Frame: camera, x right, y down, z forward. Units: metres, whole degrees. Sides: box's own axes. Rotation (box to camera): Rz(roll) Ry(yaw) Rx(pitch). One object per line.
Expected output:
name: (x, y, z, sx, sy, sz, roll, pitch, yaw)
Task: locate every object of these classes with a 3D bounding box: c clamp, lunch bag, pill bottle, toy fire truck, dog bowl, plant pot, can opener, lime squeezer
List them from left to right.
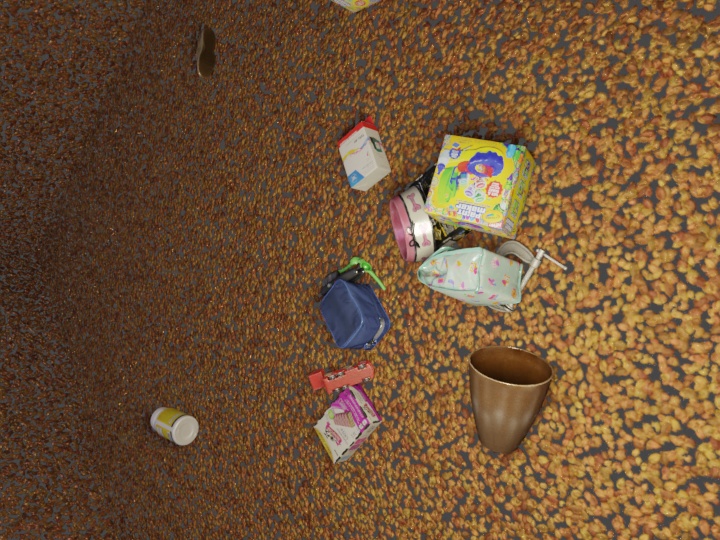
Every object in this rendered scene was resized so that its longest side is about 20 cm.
pill bottle: (-0.737, 0.608, 2.399, 0.199, 0.114, 0.116, 6, 91, 43)
can opener: (-0.059, 0.032, 1.809, 0.199, 0.063, 0.079, -28, 79, 53)
toy fire truck: (-0.055, 0.308, 1.781, 0.198, 0.141, 0.049, -21, 96, 3)
lunch bag: (-0.005, 0.132, 1.724, 0.136, 0.131, 0.201, -50, 51, 30)
lime squeezer: (0.000, 0.000, 1.793, 0.199, 0.038, 0.071, 19, 100, 42)
dog bowl: (0.131, -0.113, 1.571, 0.073, 0.200, 0.202, -15, 71, -4)
lunch bag: (0.255, 0.017, 1.436, 0.199, 0.169, 0.123, -5, 74, 51)
plant pot: (0.329, 0.303, 1.383, 0.186, 0.186, 0.202, 21, 116, 42)
c clamp: (0.368, 0.020, 1.448, 0.171, 0.027, 0.201, 49, 120, 35)

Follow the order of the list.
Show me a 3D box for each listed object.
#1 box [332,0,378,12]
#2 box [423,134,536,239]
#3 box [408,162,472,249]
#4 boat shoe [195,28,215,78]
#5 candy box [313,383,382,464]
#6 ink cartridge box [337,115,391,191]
box: (-0.046, -0.899, 1.777, 0.121, 0.199, 0.195, -4, 85, 42)
box: (0.283, -0.197, 1.436, 0.198, 0.122, 0.195, 15, 89, 29)
box: (0.227, -0.180, 1.582, 0.159, 0.049, 0.202, -38, 63, 37)
boat shoe: (-0.620, -0.858, 2.426, 0.064, 0.071, 0.202, -4, 76, 49)
candy box: (-0.040, 0.449, 1.784, 0.201, 0.061, 0.137, -55, 54, 27)
ink cartridge box: (0.004, -0.352, 1.793, 0.116, 0.067, 0.202, -34, 65, 37)
